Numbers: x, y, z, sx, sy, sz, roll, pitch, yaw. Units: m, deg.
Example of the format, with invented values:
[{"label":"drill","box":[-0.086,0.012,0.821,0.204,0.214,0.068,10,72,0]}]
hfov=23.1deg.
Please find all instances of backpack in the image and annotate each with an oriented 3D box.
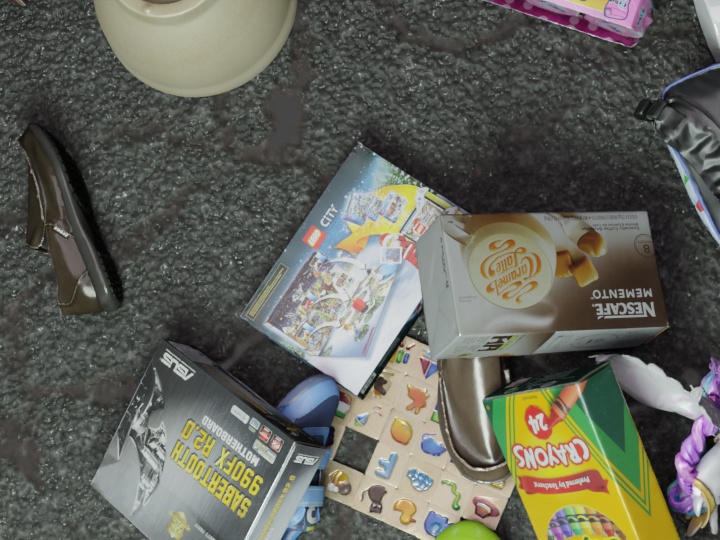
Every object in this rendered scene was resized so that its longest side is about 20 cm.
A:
[{"label":"backpack","box":[0.369,-0.094,1.550,0.199,0.154,0.191,-21,76,17]}]

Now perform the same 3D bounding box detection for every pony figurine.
[{"label":"pony figurine","box":[0.317,0.115,1.519,0.200,0.193,0.166,-45,33,-7]}]

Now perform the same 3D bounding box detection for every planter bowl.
[{"label":"planter bowl","box":[-0.169,-0.278,1.672,0.199,0.135,0.201,-1,82,9]}]

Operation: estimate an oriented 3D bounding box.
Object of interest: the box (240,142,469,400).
[{"label":"box","box":[0.000,0.000,1.646,0.136,0.038,0.200,33,86,14]}]

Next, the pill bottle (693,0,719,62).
[{"label":"pill bottle","box":[0.407,-0.257,1.588,0.199,0.112,0.113,-20,79,5]}]

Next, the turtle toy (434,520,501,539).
[{"label":"turtle toy","box":[0.087,0.321,1.554,0.145,0.101,0.201,6,82,10]}]

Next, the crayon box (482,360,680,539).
[{"label":"crayon box","box":[0.196,0.186,1.523,0.051,0.127,0.201,-27,96,-37]}]

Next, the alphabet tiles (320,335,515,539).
[{"label":"alphabet tiles","box":[0.053,0.156,1.634,0.199,0.008,0.168,23,85,11]}]

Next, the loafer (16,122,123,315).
[{"label":"loafer","box":[-0.294,-0.046,1.685,0.071,0.073,0.201,-23,79,3]}]

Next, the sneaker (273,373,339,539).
[{"label":"sneaker","box":[-0.060,0.190,1.603,0.082,0.074,0.201,30,99,29]}]

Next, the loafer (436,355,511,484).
[{"label":"loafer","box":[0.098,0.094,1.595,0.073,0.071,0.201,-12,75,4]}]

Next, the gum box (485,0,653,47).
[{"label":"gum box","box":[0.191,-0.296,1.651,0.199,0.066,0.114,20,84,11]}]

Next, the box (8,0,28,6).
[{"label":"box","box":[-0.401,-0.385,1.709,0.199,0.164,0.166,22,85,12]}]

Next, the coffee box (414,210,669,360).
[{"label":"coffee box","box":[0.159,0.013,1.556,0.199,0.080,0.115,-1,71,-17]}]

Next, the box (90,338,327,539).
[{"label":"box","box":[-0.141,0.177,1.584,0.200,0.048,0.159,34,100,39]}]
